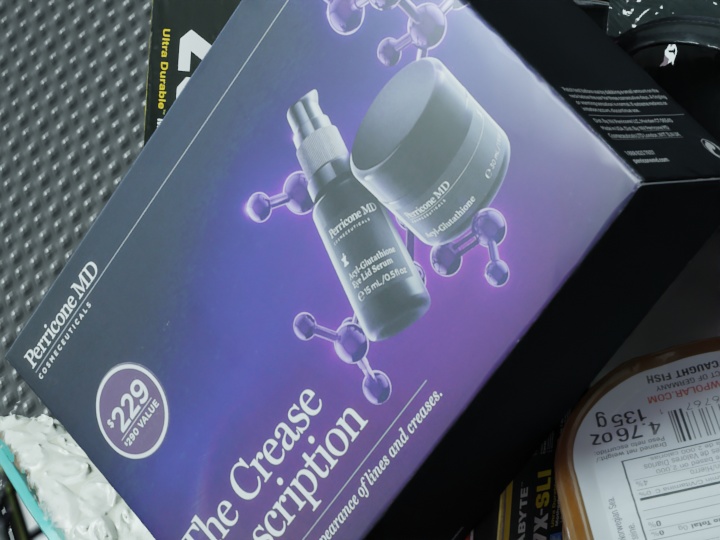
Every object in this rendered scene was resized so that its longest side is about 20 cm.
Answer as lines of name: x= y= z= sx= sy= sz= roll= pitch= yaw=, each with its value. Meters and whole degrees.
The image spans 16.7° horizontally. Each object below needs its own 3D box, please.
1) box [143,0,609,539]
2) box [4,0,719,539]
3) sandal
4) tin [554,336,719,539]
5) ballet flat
box: x=-0.002 y=0.001 z=0.828 sx=0.159 sy=0.049 sz=0.201 roll=9 pitch=98 yaw=36
box: x=0.000 y=0.000 z=0.753 sx=0.141 sy=0.079 sz=0.200 roll=48 pitch=117 yaw=25
sandal: x=0.126 y=-0.045 z=0.801 sx=0.075 sy=0.048 sz=0.200 roll=-51 pitch=53 yaw=3
tin: x=0.117 y=0.090 z=0.709 sx=0.112 sy=0.042 sz=0.200 roll=-16 pitch=36 yaw=4
ballet flat: x=-0.055 y=0.114 z=0.805 sx=0.072 sy=0.072 sz=0.200 roll=-45 pitch=52 yaw=11
